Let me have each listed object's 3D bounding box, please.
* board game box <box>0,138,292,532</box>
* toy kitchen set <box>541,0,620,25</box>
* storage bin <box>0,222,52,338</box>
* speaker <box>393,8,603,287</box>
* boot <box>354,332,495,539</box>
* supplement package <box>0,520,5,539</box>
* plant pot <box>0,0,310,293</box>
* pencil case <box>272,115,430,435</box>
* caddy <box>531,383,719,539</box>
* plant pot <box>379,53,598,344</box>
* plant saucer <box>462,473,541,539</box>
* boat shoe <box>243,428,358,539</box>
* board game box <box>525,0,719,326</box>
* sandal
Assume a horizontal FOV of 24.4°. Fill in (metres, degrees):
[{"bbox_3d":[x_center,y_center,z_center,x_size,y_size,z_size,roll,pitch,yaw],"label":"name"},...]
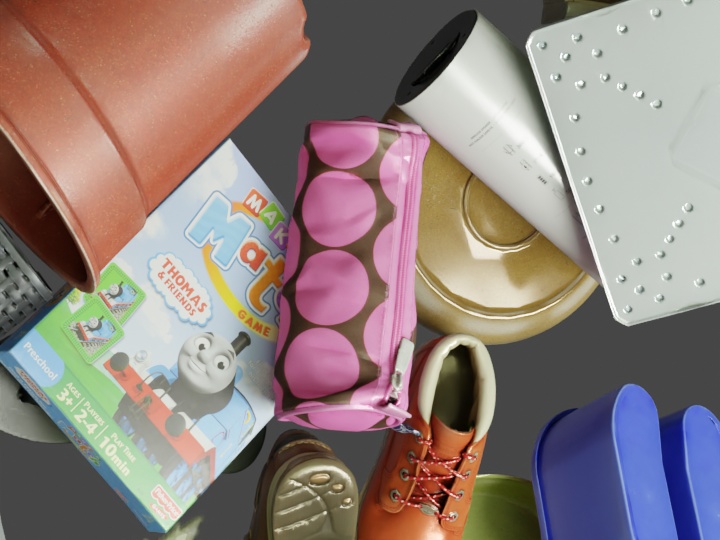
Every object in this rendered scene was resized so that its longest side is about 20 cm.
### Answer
[{"bbox_3d":[-0.108,0.039,1.052,0.200,0.036,0.152,-47,108,-25],"label":"board game box"},{"bbox_3d":[0.234,-0.148,1.070,0.178,0.200,0.165,6,93,-17],"label":"toy kitchen set"},{"bbox_3d":[-0.277,-0.042,0.966,0.093,0.135,0.201,-39,106,-9],"label":"storage bin"},{"bbox_3d":[0.117,-0.077,1.082,0.199,0.081,0.082,39,85,-17],"label":"speaker"},{"bbox_3d":[0.042,0.135,1.075,0.074,0.107,0.203,13,78,-5],"label":"boot"},{"bbox_3d":[-0.313,0.124,0.965,0.111,0.156,0.200,-42,106,-7],"label":"supplement package"},{"bbox_3d":[-0.146,-0.126,0.976,0.195,0.200,0.202,-40,106,-16],"label":"plant pot"},{"bbox_3d":[0.000,0.000,1.044,0.090,0.093,0.203,12,74,-34],"label":"pencil case"},{"bbox_3d":[0.186,0.176,1.115,0.140,0.105,0.202,19,50,-33],"label":"caddy"},{"bbox_3d":[0.096,-0.048,1.135,0.197,0.027,0.203,-2,97,-16],"label":"plant pot"},{"bbox_3d":[0.078,0.238,1.162,0.197,0.031,0.203,-2,97,-17],"label":"plant saucer"},{"bbox_3d":[-0.045,0.199,1.103,0.071,0.068,0.202,1,113,-19],"label":"boat shoe"},{"bbox_3d":[0.223,-0.083,1.011,0.198,0.026,0.202,-16,110,16],"label":"board game box"},{"bbox_3d":[-0.151,0.085,1.067,0.198,0.045,0.076,15,92,-18],"label":"sandal"}]
